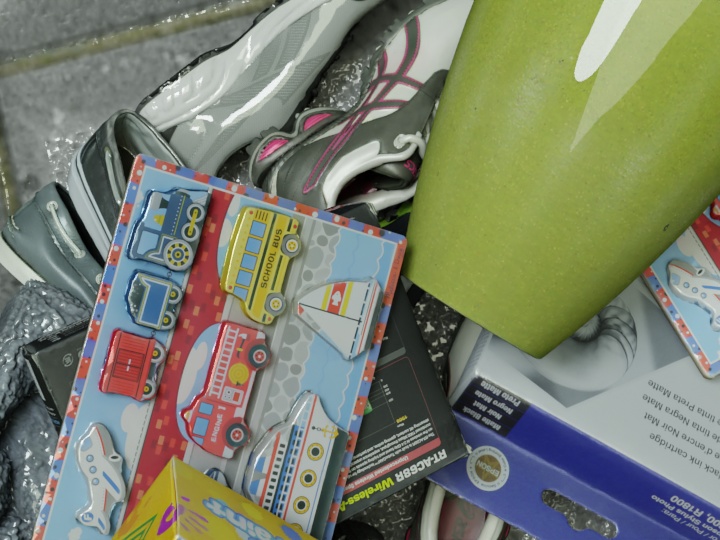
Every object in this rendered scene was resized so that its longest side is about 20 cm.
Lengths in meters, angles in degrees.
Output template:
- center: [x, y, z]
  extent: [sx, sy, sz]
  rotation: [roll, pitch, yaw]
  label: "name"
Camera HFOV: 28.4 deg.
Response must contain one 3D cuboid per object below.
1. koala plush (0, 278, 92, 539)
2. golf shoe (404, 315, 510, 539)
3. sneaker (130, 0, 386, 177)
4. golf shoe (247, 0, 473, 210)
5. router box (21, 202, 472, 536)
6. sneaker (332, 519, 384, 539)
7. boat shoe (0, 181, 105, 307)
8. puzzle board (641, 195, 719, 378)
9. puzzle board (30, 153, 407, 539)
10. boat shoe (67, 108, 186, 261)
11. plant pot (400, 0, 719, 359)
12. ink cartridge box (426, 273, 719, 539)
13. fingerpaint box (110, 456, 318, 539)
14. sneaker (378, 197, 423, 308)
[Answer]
- center: [-0.164, 0.144, 0.840]
  extent: [0.199, 0.177, 0.185]
  rotation: [30, 57, -20]
  label: "koala plush"
- center: [0.081, 0.105, 0.877]
  extent: [0.076, 0.088, 0.202]
  rotation: [13, 88, 3]
  label: "golf shoe"
- center: [-0.046, -0.128, 0.898]
  extent: [0.199, 0.074, 0.080]
  rotation: [-36, 99, 6]
  label: "sneaker"
- center: [0.029, -0.088, 0.860]
  extent: [0.200, 0.077, 0.088]
  rotation: [-42, 46, -4]
  label: "golf shoe"
- center: [-0.059, 0.070, 0.757]
  extent: [0.199, 0.062, 0.151]
  rotation: [-24, 98, -17]
  label: "router box"
- center: [-0.043, 0.246, 0.894]
  extent: [0.080, 0.074, 0.201]
  rotation: [37, 95, -13]
  label: "sneaker"
- center: [-0.140, 0.022, 0.891]
  extent: [0.199, 0.073, 0.062]
  rotation: [38, 94, 7]
  label: "boat shoe"
- center: [0.222, -0.055, 0.869]
  extent: [0.150, 0.017, 0.201]
  rotation: [-27, 74, -8]
  label: "puzzle board"
- center: [-0.067, 0.060, 0.712]
  extent: [0.149, 0.017, 0.202]
  rotation: [16, 87, -18]
  label: "puzzle board"
- center: [-0.110, -0.007, 0.853]
  extent: [0.072, 0.071, 0.201]
  rotation: [-29, 77, -38]
  label: "boat shoe"
- center: [0.111, -0.060, 0.781]
  extent: [0.186, 0.187, 0.201]
  rotation: [31, 93, 2]
  label: "plant pot"
- center: [0.161, 0.077, 0.851]
  extent: [0.198, 0.041, 0.201]
  rotation: [28, 64, -3]
  label: "ink cartridge box"
- center: [-0.055, 0.213, 0.689]
  extent: [0.199, 0.073, 0.167]
  rotation: [33, 104, -21]
  label: "fingerpaint box"
- center: [0.000, 0.000, 0.888]
  extent: [0.082, 0.072, 0.201]
  rotation: [32, 90, 3]
  label: "sneaker"
